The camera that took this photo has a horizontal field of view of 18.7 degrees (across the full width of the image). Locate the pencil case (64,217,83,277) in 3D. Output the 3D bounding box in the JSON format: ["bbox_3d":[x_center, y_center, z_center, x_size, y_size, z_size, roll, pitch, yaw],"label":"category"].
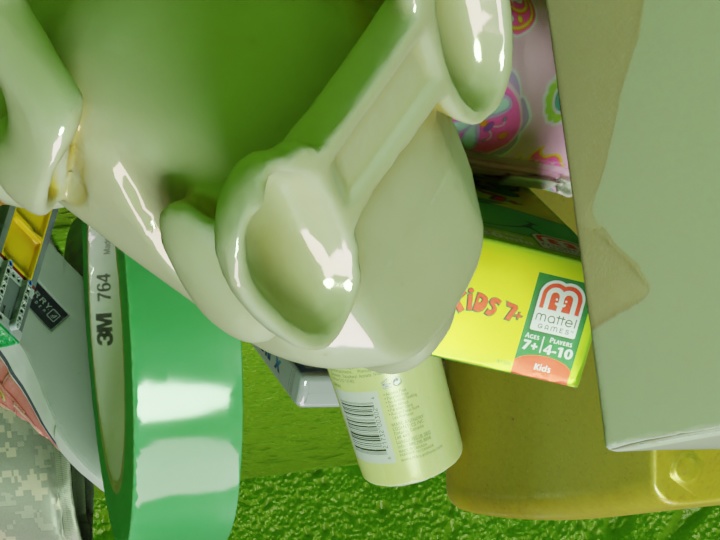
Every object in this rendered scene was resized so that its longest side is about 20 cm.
[{"bbox_3d":[-0.060,-0.014,1.101,0.199,0.091,0.083,-17,-172,40],"label":"pencil case"}]

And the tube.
[{"bbox_3d":[0.000,0.000,0.997,0.058,0.202,0.052,-25,-158,-20],"label":"tube"}]

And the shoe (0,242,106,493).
[{"bbox_3d":[-0.159,0.047,1.112,0.071,0.200,0.091,-38,173,-27],"label":"shoe"}]

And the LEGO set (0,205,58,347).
[{"bbox_3d":[-0.221,-0.038,0.929,0.199,0.117,0.154,-18,136,34],"label":"LEGO set"}]

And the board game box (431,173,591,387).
[{"bbox_3d":[0.023,-0.014,0.866,0.101,0.048,0.200,12,-168,-11],"label":"board game box"}]

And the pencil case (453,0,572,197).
[{"bbox_3d":[0.028,-0.075,0.837,0.199,0.088,0.087,5,165,-45],"label":"pencil case"}]

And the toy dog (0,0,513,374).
[{"bbox_3d":[-0.057,-0.058,0.704,0.199,0.140,0.194,23,164,28],"label":"toy dog"}]

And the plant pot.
[{"bbox_3d":[0.158,0.019,0.994,0.198,0.202,0.176,-3,-175,-16],"label":"plant pot"}]

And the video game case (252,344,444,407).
[{"bbox_3d":[0.022,0.029,1.292,0.198,0.022,0.182,0,-155,-25],"label":"video game case"}]

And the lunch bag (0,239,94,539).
[{"bbox_3d":[-0.243,0.089,1.261,0.162,0.202,0.118,-6,170,-2],"label":"lunch bag"}]

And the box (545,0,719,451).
[{"bbox_3d":[0.122,-0.044,0.730,0.077,0.202,0.095,-12,168,34],"label":"box"}]

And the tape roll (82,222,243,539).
[{"bbox_3d":[-0.092,0.023,0.976,0.048,0.203,0.200,-3,170,-13],"label":"tape roll"}]
